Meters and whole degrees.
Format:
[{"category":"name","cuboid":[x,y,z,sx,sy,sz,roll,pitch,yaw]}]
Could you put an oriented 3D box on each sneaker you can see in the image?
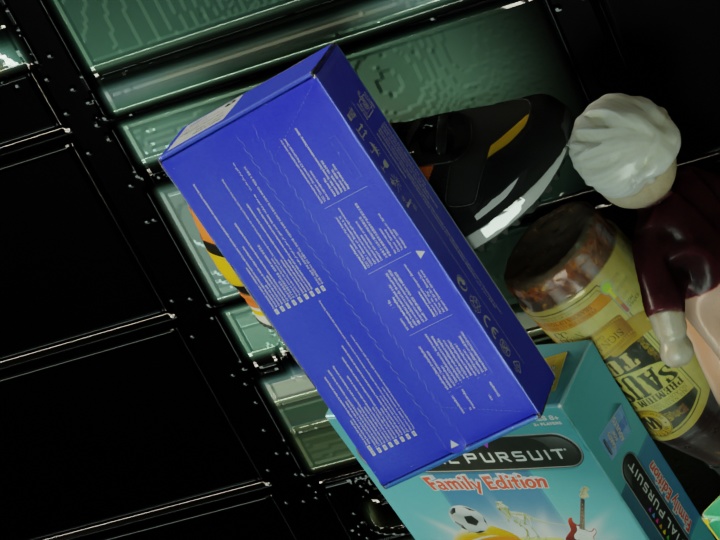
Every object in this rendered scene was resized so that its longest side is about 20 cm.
[{"category":"sneaker","cuboid":[0.006,-0.045,1.221,0.200,0.070,0.090,-27,121,25]}]

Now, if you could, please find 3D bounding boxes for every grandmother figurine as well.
[{"category":"grandmother figurine","cuboid":[0.164,-0.001,1.211,0.060,0.121,0.200,-21,116,32]}]

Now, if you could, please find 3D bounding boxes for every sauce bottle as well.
[{"category":"sauce bottle","cuboid":[0.157,0.050,1.278,0.066,0.066,0.200,-34,115,27]}]

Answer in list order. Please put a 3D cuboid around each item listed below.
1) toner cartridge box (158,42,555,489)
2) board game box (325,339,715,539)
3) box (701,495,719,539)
[{"category":"toner cartridge box","cuboid":[0.000,0.000,1.190,0.095,0.043,0.200,-26,107,26]},{"category":"board game box","cuboid":[0.095,0.125,1.314,0.151,0.047,0.200,-6,132,39]},{"category":"box","cuboid":[0.271,0.092,1.242,0.200,0.048,0.117,-8,145,-47]}]
